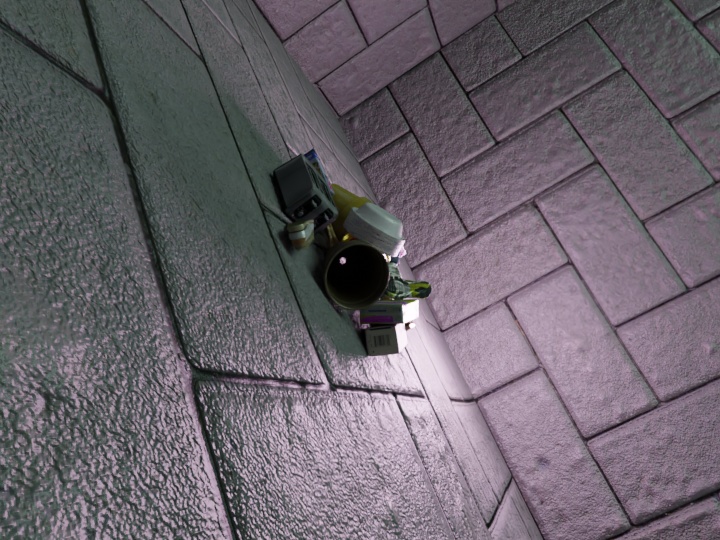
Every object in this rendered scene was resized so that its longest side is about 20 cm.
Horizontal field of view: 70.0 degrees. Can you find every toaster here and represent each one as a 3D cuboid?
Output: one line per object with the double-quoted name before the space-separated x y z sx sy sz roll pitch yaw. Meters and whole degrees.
"toaster" -0.171 -0.236 1.582 0.181 0.117 0.202 45 19 -57

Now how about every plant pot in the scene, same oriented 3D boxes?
"plant pot" -0.034 -0.007 1.538 0.201 0.199 0.174 55 -5 -26
"plant pot" -0.063 -0.196 1.805 0.188 0.202 0.200 41 5 19

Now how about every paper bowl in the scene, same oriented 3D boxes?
"paper bowl" 0.053 -0.137 1.612 0.198 0.105 0.201 29 13 -7

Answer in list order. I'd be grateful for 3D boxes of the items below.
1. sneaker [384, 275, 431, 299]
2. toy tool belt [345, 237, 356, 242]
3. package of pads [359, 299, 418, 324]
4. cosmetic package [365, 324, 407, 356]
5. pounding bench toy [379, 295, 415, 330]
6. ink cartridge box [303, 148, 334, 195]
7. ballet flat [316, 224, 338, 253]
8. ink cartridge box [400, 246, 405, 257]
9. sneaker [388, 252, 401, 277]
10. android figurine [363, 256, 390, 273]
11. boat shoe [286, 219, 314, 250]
"sneaker" 0.136 0.064 1.702 0.084 0.196 0.076 172 -74 -65
"toy tool belt" 0.000 0.000 1.749 0.202 0.122 0.124 78 0 -49
"package of pads" 0.090 0.131 1.642 0.199 0.151 0.070 -1 89 -69
"cosmetic package" 0.085 0.212 1.642 0.200 0.101 0.089 2 79 -79
"pounding bench toy" 0.106 0.159 1.850 0.158 0.123 0.200 62 11 8
"ink cartridge box" -0.176 -0.312 1.737 0.042 0.118 0.203 32 31 -63
"ballet flat" -0.128 -0.144 1.708 0.062 0.069 0.202 -7 63 -46
"ink cartridge box" 0.105 -0.139 1.923 0.120 0.042 0.201 53 -4 30
"sneaker" 0.110 -0.012 1.829 0.079 0.149 0.200 13 8 -25
"android figurine" 0.051 0.008 1.688 0.040 0.184 0.201 21 -20 14
"boat shoe" -0.165 -0.100 1.428 0.200 0.073 0.070 -69 148 -78
